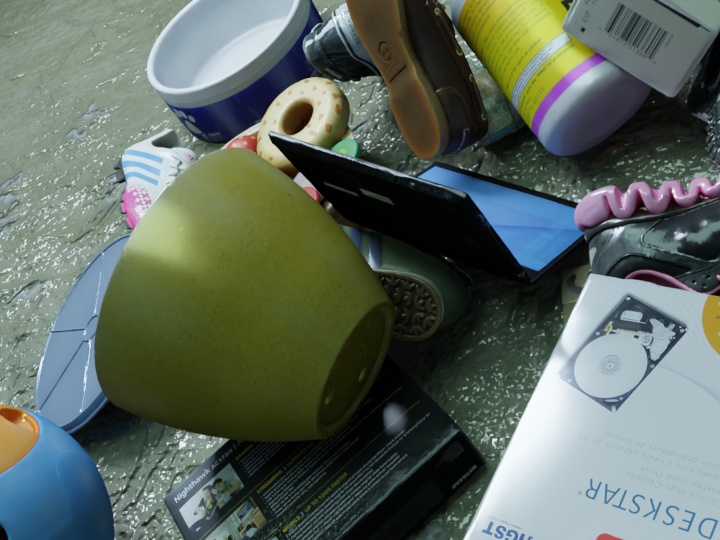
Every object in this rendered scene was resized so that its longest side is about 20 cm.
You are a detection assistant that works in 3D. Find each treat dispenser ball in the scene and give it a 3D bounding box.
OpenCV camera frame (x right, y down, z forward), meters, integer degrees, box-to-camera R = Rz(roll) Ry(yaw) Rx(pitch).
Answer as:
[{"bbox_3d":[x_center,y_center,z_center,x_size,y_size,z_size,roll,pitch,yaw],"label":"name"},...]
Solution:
[{"bbox_3d":[-0.281,0.198,0.751,0.199,0.201,0.202,-19,44,19],"label":"treat dispenser ball"}]

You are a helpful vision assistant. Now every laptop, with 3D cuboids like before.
[{"bbox_3d":[0.064,-0.068,0.760,0.176,0.200,0.104,21,76,36],"label":"laptop"}]

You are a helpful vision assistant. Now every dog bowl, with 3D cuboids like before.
[{"bbox_3d":[-0.135,-0.242,1.146,0.198,0.079,0.202,-18,45,19],"label":"dog bowl"}]

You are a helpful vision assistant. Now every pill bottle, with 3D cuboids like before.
[{"bbox_3d":[0.142,-0.199,0.844,0.104,0.104,0.201,-34,69,2],"label":"pill bottle"}]

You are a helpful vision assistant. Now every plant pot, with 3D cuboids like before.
[{"bbox_3d":[-0.061,0.036,0.703,0.141,0.201,0.201,25,67,20],"label":"plant pot"}]

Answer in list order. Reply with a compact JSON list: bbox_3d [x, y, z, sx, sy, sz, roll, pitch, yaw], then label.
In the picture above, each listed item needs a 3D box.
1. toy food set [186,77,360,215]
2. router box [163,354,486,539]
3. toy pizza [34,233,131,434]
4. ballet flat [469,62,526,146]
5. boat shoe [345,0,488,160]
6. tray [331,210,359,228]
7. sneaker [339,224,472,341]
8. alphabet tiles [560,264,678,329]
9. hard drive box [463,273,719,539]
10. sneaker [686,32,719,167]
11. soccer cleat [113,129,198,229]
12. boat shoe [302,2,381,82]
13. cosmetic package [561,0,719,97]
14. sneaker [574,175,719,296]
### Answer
[{"bbox_3d":[-0.089,-0.080,0.937,0.198,0.049,0.199,-24,43,14],"label":"toy food set"},{"bbox_3d":[-0.031,0.151,0.734,0.200,0.051,0.149,-41,39,-5],"label":"router box"},{"bbox_3d":[-0.235,0.059,0.948,0.199,0.032,0.202,-33,41,35],"label":"toy pizza"},{"bbox_3d":[0.075,-0.170,0.946,0.071,0.071,0.200,-41,44,-5],"label":"ballet flat"},{"bbox_3d":[0.045,-0.192,0.855,0.070,0.202,0.070,-23,4,-31],"label":"boat shoe"},{"bbox_3d":[-0.093,-0.004,0.934,0.200,0.037,0.098,-46,42,-11],"label":"tray"},{"bbox_3d":[0.000,0.000,0.820,0.199,0.068,0.089,21,21,31],"label":"sneaker"},{"bbox_3d":[0.235,0.018,0.710,0.198,0.006,0.168,-14,47,24],"label":"alphabet tiles"},{"bbox_3d":[0.175,0.114,0.605,0.155,0.077,0.201,11,62,39],"label":"hard drive box"},{"bbox_3d":[0.300,-0.123,0.758,0.089,0.079,0.201,18,39,-3],"label":"sneaker"},{"bbox_3d":[-0.199,-0.082,1.051,0.086,0.070,0.201,-34,41,3],"label":"soccer cleat"},{"bbox_3d":[-0.012,-0.215,0.974,0.070,0.073,0.200,-22,-1,12],"label":"boat shoe"},{"bbox_3d":[0.247,-0.235,0.788,0.105,0.071,0.201,32,56,6],"label":"cosmetic package"},{"bbox_3d":[0.245,-0.017,0.691,0.198,0.079,0.097,-10,69,28],"label":"sneaker"}]
